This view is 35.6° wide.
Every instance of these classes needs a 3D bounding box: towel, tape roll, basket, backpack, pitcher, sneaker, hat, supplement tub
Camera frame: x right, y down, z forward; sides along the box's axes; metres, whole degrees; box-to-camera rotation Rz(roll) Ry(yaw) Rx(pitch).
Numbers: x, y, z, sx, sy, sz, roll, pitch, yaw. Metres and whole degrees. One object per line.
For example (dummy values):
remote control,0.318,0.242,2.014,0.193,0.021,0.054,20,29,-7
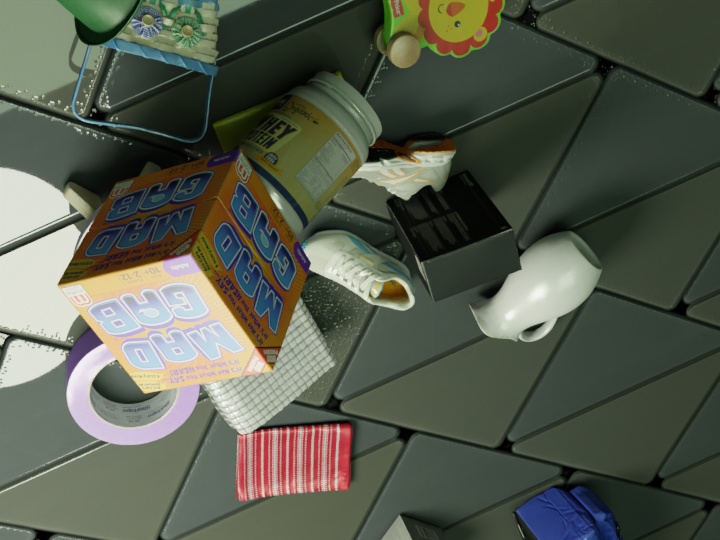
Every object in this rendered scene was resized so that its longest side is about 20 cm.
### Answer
towel,-0.158,0.127,1.720,0.200,0.085,0.166,-40,117,-20
tape roll,-0.351,0.169,1.726,0.199,0.066,0.201,-8,121,-12
basket,-0.271,-0.276,1.448,0.176,0.139,0.201,8,107,-21
backpack,0.405,0.521,2.088,0.167,0.163,0.200,-26,122,-4
towel,-0.112,0.326,1.910,0.199,0.023,0.145,-3,119,-14
pitcher,0.301,0.037,1.819,0.200,0.121,0.171,-42,142,22
sneaker,0.000,0.000,1.721,0.199,0.081,0.077,20,113,-24
hat,-0.369,-0.376,1.331,0.176,0.200,0.166,19,84,-43
supplement tub,-0.079,-0.158,1.524,0.200,0.144,0.145,-48,123,-14
sneaker,0.044,-0.142,1.658,0.199,0.076,0.092,-5,125,-12
towel,-0.106,-0.212,1.608,0.199,0.018,0.086,-22,118,-2

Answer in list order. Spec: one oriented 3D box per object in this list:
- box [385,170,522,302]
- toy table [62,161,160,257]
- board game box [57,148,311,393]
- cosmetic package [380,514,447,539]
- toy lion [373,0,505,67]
box,0.135,-0.054,1.656,0.141,0.200,0.079,-22,122,-2
toy table,-0.328,-0.056,1.573,0.200,0.117,0.184,-43,122,11
board game box,-0.213,0.003,1.411,0.199,0.200,0.200,-12,128,26
cosmetic package,0.070,0.557,2.057,0.107,0.090,0.200,22,108,-29
toy lion,0.102,-0.378,1.521,0.191,0.069,0.201,-25,124,-10
